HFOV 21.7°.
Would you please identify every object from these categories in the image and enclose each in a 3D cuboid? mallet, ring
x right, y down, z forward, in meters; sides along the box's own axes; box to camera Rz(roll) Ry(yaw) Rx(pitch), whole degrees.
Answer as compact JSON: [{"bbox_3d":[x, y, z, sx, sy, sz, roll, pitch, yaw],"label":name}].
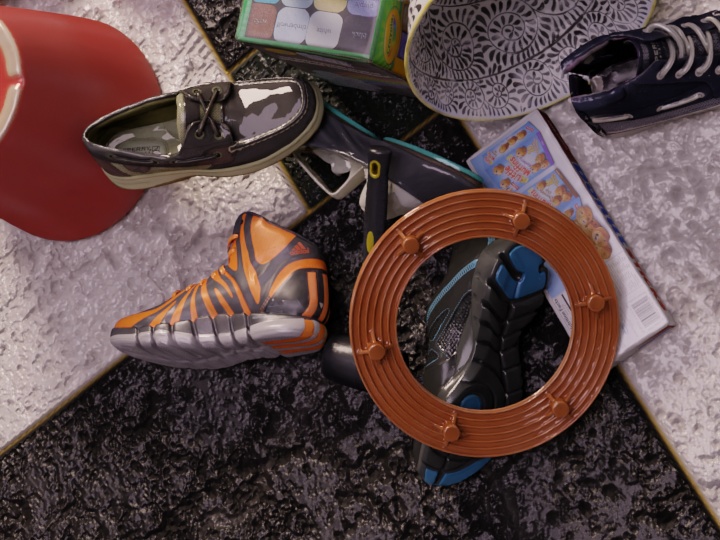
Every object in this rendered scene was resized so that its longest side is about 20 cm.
[{"bbox_3d":[0.000,0.000,1.457,0.066,0.041,0.200,6,109,27],"label":"mallet"},{"bbox_3d":[0.091,0.040,1.377,0.200,0.019,0.201,0,99,-2],"label":"ring"}]

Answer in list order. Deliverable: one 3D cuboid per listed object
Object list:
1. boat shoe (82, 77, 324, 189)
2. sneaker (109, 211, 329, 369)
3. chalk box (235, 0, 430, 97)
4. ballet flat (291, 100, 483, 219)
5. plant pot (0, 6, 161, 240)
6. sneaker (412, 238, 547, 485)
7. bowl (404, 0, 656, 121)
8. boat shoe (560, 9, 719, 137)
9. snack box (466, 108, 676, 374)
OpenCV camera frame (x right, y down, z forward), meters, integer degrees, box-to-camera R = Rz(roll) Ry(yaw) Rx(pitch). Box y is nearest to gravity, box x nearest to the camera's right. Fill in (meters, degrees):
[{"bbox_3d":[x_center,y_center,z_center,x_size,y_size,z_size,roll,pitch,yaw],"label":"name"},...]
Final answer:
[{"bbox_3d":[-0.129,-0.113,1.495,0.201,0.066,0.072,-13,69,22],"label":"boat shoe"},{"bbox_3d":[-0.111,0.016,1.534,0.200,0.078,0.112,-6,69,24],"label":"sneaker"},{"bbox_3d":[-0.008,-0.216,1.439,0.124,0.200,0.124,12,88,26],"label":"chalk box"},{"bbox_3d":[0.008,-0.080,1.485,0.200,0.073,0.073,29,95,32],"label":"ballet flat"},{"bbox_3d":[-0.291,-0.135,1.577,0.200,0.177,0.201,-4,81,24],"label":"plant pot"},{"bbox_3d":[0.083,0.066,1.440,0.082,0.073,0.200,27,100,55],"label":"sneaker"},{"bbox_3d":[0.111,-0.212,1.396,0.201,0.201,0.094,-35,56,17],"label":"bowl"},{"bbox_3d":[0.242,-0.154,1.370,0.200,0.093,0.075,-23,73,21],"label":"boat shoe"},{"bbox_3d":[0.158,-0.023,1.429,0.072,0.024,0.200,-36,69,19],"label":"snack box"}]
